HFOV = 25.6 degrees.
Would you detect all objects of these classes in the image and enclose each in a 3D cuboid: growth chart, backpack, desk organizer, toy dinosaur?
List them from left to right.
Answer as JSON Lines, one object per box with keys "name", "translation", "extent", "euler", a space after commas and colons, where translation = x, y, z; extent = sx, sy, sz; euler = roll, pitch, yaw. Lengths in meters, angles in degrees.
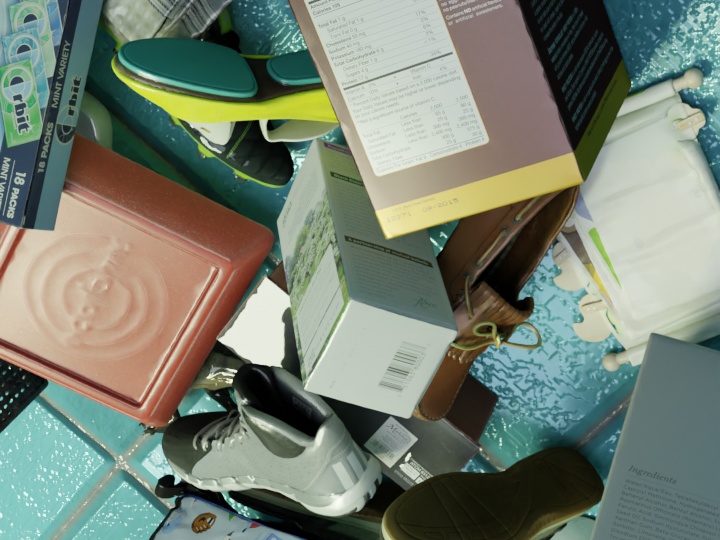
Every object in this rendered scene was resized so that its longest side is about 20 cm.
{"name": "toy dinosaur", "translation": [-0.130, 0.089, 1.255], "extent": [0.199, 0.047, 0.089], "euler": [12, 109, 10]}
{"name": "backpack", "translation": [-0.071, 0.266, 1.199], "extent": [0.190, 0.154, 0.200], "euler": [-1, 139, 41]}
{"name": "desk organizer", "translation": [0.001, 0.074, 1.183], "extent": [0.200, 0.077, 0.072], "euler": [39, 120, -1]}
{"name": "growth chart", "translation": [0.196, -0.029, 1.106], "extent": [0.144, 0.018, 0.201], "euler": [-14, 108, 24]}

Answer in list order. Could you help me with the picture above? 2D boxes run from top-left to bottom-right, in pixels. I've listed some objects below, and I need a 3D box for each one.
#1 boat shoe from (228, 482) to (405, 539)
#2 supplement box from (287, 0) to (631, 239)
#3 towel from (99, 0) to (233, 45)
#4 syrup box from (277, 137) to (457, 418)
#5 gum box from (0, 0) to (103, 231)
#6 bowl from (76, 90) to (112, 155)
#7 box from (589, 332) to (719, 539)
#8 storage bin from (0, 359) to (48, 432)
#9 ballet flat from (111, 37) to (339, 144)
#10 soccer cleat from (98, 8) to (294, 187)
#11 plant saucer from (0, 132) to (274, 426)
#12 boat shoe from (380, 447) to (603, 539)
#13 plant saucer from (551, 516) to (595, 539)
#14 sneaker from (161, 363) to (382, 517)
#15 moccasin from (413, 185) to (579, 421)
{"name": "boat shoe", "translation": [-0.016, 0.198, 1.246], "extent": [0.199, 0.073, 0.065], "euler": [14, 113, 13]}
{"name": "supplement box", "translation": [0.063, -0.161, 0.990], "extent": [0.132, 0.197, 0.201], "euler": [-15, 108, 24]}
{"name": "towel", "translation": [-0.142, -0.262, 1.076], "extent": [0.200, 0.035, 0.193], "euler": [45, 107, 4]}
{"name": "syrup box", "translation": [0.000, 0.000, 1.077], "extent": [0.081, 0.200, 0.079], "euler": [17, 121, -19]}
{"name": "gum box", "translation": [-0.289, -0.133, 1.112], "extent": [0.199, 0.045, 0.171], "euler": [14, 94, 23]}
{"name": "bowl", "translation": [-0.280, -0.076, 1.215], "extent": [0.199, 0.075, 0.201], "euler": [20, 118, 9]}
{"name": "box", "translation": [0.211, 0.172, 1.059], "extent": [0.106, 0.201, 0.153], "euler": [16, 150, 11]}
{"name": "storage bin", "translation": [-0.356, 0.106, 1.248], "extent": [0.135, 0.200, 0.094], "euler": [-18, 106, 25]}
{"name": "ballet flat", "translation": [-0.074, -0.118, 1.088], "extent": [0.199, 0.067, 0.067], "euler": [-3, 132, -23]}
{"name": "soccer cleat", "translation": [-0.111, -0.146, 1.133], "extent": [0.081, 0.068, 0.200], "euler": [-41, 93, 25]}
{"name": "plant saucer", "translation": [-0.194, 0.014, 1.170], "extent": [0.199, 0.037, 0.200], "euler": [27, 116, -12]}
{"name": "boat shoe", "translation": [0.092, 0.183, 1.136], "extent": [0.073, 0.199, 0.065], "euler": [55, 135, 31]}
{"name": "plant saucer", "translation": [0.160, 0.287, 1.245], "extent": [0.200, 0.039, 0.202], "euler": [8, 115, 16]}
{"name": "sneaker", "translation": [-0.081, 0.107, 1.157], "extent": [0.199, 0.075, 0.116], "euler": [6, 137, 36]}
{"name": "moccasin", "translation": [0.090, 0.017, 1.093], "extent": [0.078, 0.074, 0.202], "euler": [35, 98, 37]}
